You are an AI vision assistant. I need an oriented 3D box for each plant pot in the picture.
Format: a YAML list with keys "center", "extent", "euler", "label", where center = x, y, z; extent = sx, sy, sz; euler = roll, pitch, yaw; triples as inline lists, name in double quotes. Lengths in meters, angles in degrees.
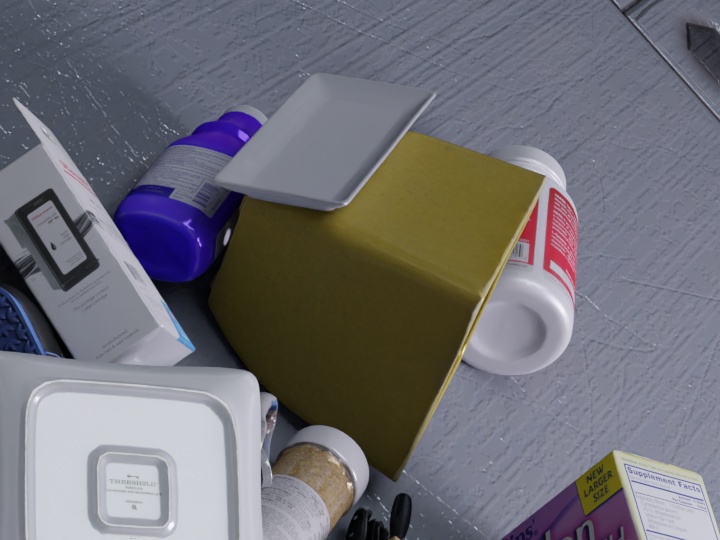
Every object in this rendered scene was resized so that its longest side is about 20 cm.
- center: [0.000, 0.000, 1.774]
  extent: [0.199, 0.196, 0.194]
  euler: [27, 36, 4]
  label: "plant pot"

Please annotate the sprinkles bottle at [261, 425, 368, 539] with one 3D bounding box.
- center: [-0.061, 0.186, 1.628]
  extent: [0.068, 0.068, 0.200]
  euler: [45, 35, -2]
  label: "sprinkles bottle"

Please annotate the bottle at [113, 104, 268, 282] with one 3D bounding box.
- center: [-0.124, -0.066, 1.800]
  extent: [0.083, 0.066, 0.200]
  euler: [14, 34, 11]
  label: "bottle"

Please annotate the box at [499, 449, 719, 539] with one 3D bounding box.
- center: [0.189, 0.269, 1.711]
  extent: [0.096, 0.176, 0.201]
  euler: [18, 44, -34]
  label: "box"

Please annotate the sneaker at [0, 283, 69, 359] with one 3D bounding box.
- center: [-0.212, 0.101, 1.557]
  extent: [0.078, 0.070, 0.201]
  euler: [13, 55, -82]
  label: "sneaker"

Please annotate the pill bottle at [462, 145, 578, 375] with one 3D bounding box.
- center: [0.132, -0.014, 1.984]
  extent: [0.112, 0.112, 0.200]
  euler: [32, 38, -19]
  label: "pill bottle"

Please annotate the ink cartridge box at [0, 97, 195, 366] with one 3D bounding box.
- center: [-0.207, -0.014, 1.631]
  extent: [0.200, 0.068, 0.116]
  euler: [56, 0, 13]
  label: "ink cartridge box"

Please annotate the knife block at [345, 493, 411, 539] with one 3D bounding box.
- center: [0.012, 0.234, 1.628]
  extent: [0.200, 0.064, 0.176]
  euler: [16, 43, -57]
  label: "knife block"

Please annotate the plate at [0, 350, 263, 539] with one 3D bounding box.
- center: [-0.151, 0.147, 1.487]
  extent: [0.199, 0.032, 0.201]
  euler: [6, 66, -22]
  label: "plate"

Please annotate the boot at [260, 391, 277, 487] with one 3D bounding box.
- center: [-0.109, 0.137, 1.584]
  extent: [0.095, 0.074, 0.200]
  euler: [6, 33, 4]
  label: "boot"

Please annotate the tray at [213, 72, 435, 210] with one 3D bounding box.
- center: [-0.024, -0.095, 1.735]
  extent: [0.107, 0.022, 0.200]
  euler: [10, 32, 19]
  label: "tray"
